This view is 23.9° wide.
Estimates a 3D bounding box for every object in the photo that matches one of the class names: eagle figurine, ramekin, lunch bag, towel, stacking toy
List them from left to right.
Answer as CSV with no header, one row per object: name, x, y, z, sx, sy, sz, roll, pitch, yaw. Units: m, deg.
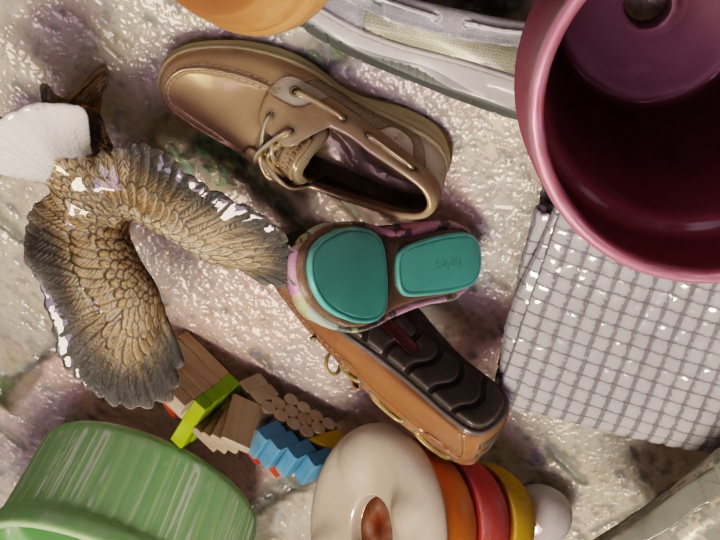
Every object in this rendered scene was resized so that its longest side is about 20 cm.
ramekin,-0.175,0.199,1.281,0.198,0.098,0.201,17,149,10
eagle figurine,-0.149,-0.030,1.104,0.201,0.150,0.152,55,148,11
stacking toy,0.077,0.183,1.213,0.199,0.147,0.146,4,138,-36
towel,0.182,0.016,1.104,0.164,0.086,0.201,15,130,4
lunch bag,0.249,0.196,1.155,0.199,0.118,0.164,14,137,-40

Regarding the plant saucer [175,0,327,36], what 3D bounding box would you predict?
plant saucer,-0.088,-0.223,0.952,0.199,0.037,0.201,28,135,33

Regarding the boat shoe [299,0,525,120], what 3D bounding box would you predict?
boat shoe,0.031,-0.151,1.027,0.201,0.074,0.065,22,92,0

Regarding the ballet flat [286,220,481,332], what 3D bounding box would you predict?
ballet flat,0.000,0.000,1.078,0.071,0.199,0.070,1,96,36

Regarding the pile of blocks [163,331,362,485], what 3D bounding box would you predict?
pile of blocks,-0.079,0.124,1.246,0.199,0.082,0.062,27,128,-8

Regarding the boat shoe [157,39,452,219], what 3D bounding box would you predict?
boat shoe,-0.038,-0.089,1.086,0.198,0.065,0.072,18,129,0

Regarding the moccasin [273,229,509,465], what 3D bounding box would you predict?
moccasin,0.013,0.052,1.153,0.201,0.074,0.078,38,144,8

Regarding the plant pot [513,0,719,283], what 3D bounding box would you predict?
plant pot,0.176,-0.120,0.922,0.198,0.179,0.202,-1,117,-3
